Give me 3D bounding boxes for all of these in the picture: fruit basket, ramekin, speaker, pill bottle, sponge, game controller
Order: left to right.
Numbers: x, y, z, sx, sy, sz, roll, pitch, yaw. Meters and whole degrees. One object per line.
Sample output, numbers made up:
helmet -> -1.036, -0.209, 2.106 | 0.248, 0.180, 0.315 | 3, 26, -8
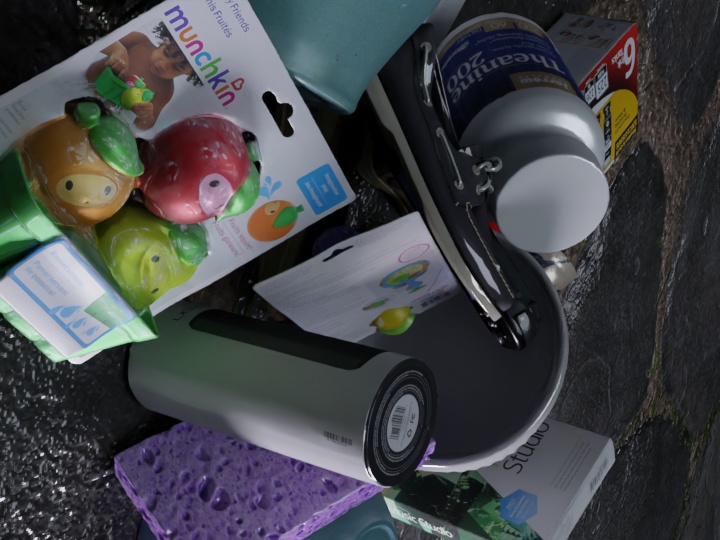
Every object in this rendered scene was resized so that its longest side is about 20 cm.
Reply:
fruit basket -> -0.116, -0.040, 0.592 | 0.199, 0.094, 0.186 | -25, 140, 4
speaker -> -0.055, 0.075, 0.710 | 0.081, 0.199, 0.082 | -20, 116, -51
sponge -> -0.057, 0.131, 0.771 | 0.199, 0.112, 0.030 | -25, 148, -30
ramekin -> 0.072, 0.071, 0.908 | 0.201, 0.199, 0.105 | -64, 160, -13
game controller -> 0.064, -0.030, 0.805 | 0.042, 0.201, 0.104 | -31, 179, -12
pill bottle -> 0.120, -0.105, 0.837 | 0.201, 0.110, 0.111 | -101, 179, -52

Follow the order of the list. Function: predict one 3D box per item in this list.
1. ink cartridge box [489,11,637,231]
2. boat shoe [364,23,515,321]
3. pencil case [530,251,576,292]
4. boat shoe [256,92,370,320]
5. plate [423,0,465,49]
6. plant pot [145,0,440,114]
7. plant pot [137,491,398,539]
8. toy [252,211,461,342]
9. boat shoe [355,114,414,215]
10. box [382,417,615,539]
ink cartridge box -> 0.200, -0.130, 1.104 | 0.200, 0.083, 0.176 | -47, 140, -35
boat shoe -> 0.061, -0.066, 0.716 | 0.201, 0.062, 0.073 | 64, 2, 1
pencil case -> 0.115, 0.043, 1.014 | 0.200, 0.078, 0.089 | -48, 167, -6
boat shoe -> -0.044, -0.064, 0.800 | 0.073, 0.062, 0.201 | -7, 114, -71
plate -> 0.067, -0.230, 0.814 | 0.201, 0.032, 0.200 | -63, 176, 19
plant pot -> -0.029, -0.202, 0.641 | 0.200, 0.199, 0.189 | 20, 95, -57
plant pot -> -0.052, 0.207, 0.837 | 0.200, 0.134, 0.201 | -30, 128, -46
toy -> 0.000, 0.000, 0.782 | 0.115, 0.047, 0.200 | -25, 157, 5
boat shoe -> 0.070, -0.076, 0.944 | 0.200, 0.072, 0.073 | 30, 80, -57
box -> 0.111, 0.183, 1.009 | 0.144, 0.199, 0.036 | -48, 136, -34
